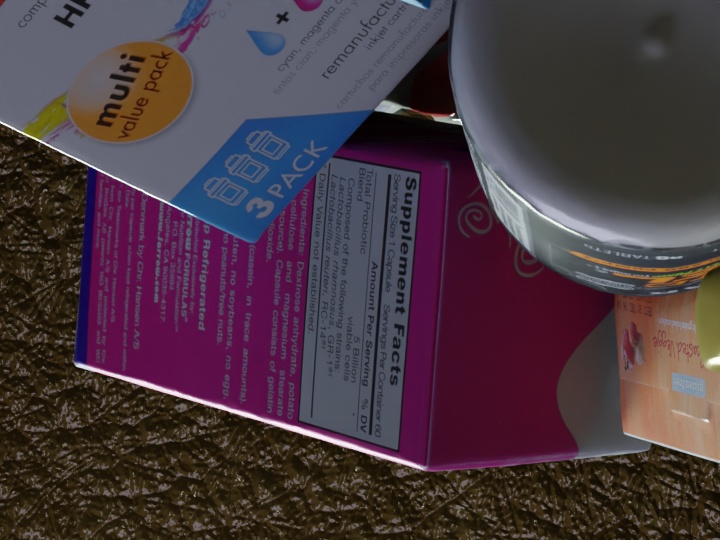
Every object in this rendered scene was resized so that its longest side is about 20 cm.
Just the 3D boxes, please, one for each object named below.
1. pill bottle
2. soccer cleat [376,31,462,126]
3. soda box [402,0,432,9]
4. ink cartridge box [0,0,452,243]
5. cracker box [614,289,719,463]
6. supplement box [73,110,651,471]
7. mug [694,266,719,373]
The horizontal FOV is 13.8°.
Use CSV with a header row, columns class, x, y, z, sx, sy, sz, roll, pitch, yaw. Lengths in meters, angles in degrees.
class,x,y,z,sx,sy,sz,roll,pitch,yaw
pill bottle,0.081,-0.048,0.825,0.106,0.106,0.200,23,177,6
soccer cleat,0.003,-0.091,1.111,0.073,0.068,0.200,37,170,-23
soda box,-0.064,-0.134,0.764,0.200,0.068,0.064,22,176,25
ink cartridge box,-0.078,-0.100,0.894,0.200,0.115,0.068,26,-155,-39
cracker box,0.193,0.023,0.910,0.200,0.058,0.134,-5,-175,-15
supplement box,0.000,0.000,1.013,0.101,0.103,0.200,-2,-169,-40
mug,0.195,0.023,0.696,0.150,0.186,0.153,61,162,-4
